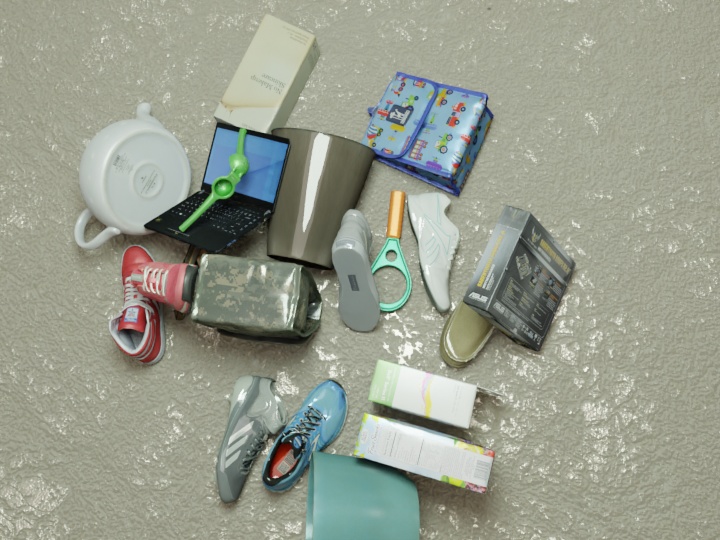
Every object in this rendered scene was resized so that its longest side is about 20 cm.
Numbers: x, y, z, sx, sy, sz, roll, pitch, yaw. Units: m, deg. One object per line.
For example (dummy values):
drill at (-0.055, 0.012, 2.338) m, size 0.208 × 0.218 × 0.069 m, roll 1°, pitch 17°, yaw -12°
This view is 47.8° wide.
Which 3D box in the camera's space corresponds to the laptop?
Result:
laptop at (-0.227, -0.136, 1.288) m, size 0.175 × 0.105 × 0.199 m, roll 18°, pitch 41°, yaw 35°

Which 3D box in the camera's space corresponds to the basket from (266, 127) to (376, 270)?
basket at (-0.078, -0.111, 1.327) m, size 0.177 × 0.136 × 0.204 m, roll 11°, pitch 85°, yaw 0°

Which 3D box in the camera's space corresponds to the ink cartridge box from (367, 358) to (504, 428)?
ink cartridge box at (0.116, 0.197, 1.261) m, size 0.196 × 0.117 × 0.069 m, roll 14°, pitch 82°, yaw 8°

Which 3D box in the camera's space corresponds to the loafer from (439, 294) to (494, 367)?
loafer at (0.190, 0.062, 1.304) m, size 0.075 × 0.067 × 0.202 m, roll 29°, pitch 83°, yaw 10°

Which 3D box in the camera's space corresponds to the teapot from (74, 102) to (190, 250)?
teapot at (-0.391, -0.155, 1.351) m, size 0.145 × 0.199 × 0.201 m, roll 16°, pitch 122°, yaw 42°

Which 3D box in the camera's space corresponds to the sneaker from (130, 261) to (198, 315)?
sneaker at (-0.303, 0.023, 1.231) m, size 0.085 × 0.199 × 0.075 m, roll 12°, pitch 84°, yaw -24°

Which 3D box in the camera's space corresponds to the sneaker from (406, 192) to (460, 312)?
sneaker at (0.129, -0.034, 1.326) m, size 0.079 × 0.070 × 0.204 m, roll -10°, pitch 79°, yaw 0°

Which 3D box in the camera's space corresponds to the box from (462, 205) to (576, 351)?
box at (0.247, 0.017, 1.245) m, size 0.048 × 0.199 × 0.161 m, roll 18°, pitch 80°, yaw 40°

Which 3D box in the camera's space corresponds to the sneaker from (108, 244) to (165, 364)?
sneaker at (-0.367, 0.048, 1.329) m, size 0.070 × 0.113 × 0.204 m, roll -12°, pitch 79°, yaw 2°

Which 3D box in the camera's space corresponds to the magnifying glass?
magnifying glass at (0.052, -0.032, 1.355) m, size 0.078 × 0.022 × 0.204 m, roll 6°, pitch 80°, yaw 6°

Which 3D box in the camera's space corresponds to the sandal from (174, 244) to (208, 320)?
sandal at (-0.269, -0.014, 1.361) m, size 0.054 × 0.082 × 0.203 m, roll 18°, pitch 74°, yaw -14°

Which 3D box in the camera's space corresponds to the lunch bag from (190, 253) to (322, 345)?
lunch bag at (-0.153, 0.051, 1.269) m, size 0.161 × 0.200 × 0.120 m, roll 7°, pitch 81°, yaw 10°

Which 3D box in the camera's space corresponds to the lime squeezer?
lime squeezer at (-0.213, -0.145, 1.258) m, size 0.070 × 0.038 × 0.202 m, roll 13°, pitch 65°, yaw 33°

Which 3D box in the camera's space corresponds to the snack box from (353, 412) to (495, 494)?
snack box at (0.095, 0.272, 1.224) m, size 0.196 × 0.169 × 0.069 m, roll 14°, pitch 80°, yaw 6°

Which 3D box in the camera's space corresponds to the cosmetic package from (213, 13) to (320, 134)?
cosmetic package at (-0.159, -0.321, 1.397) m, size 0.102 × 0.073 × 0.203 m, roll 24°, pitch 82°, yaw 8°

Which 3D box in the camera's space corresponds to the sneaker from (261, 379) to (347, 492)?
sneaker at (-0.087, 0.264, 1.280) m, size 0.078 × 0.090 × 0.202 m, roll 32°, pitch 83°, yaw 9°

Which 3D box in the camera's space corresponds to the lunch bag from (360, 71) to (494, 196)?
lunch bag at (0.101, -0.239, 1.365) m, size 0.197 × 0.094 × 0.153 m, roll 23°, pitch 84°, yaw 21°

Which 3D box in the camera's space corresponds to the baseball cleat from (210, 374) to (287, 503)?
baseball cleat at (-0.173, 0.269, 1.290) m, size 0.105 × 0.070 × 0.204 m, roll 2°, pitch 80°, yaw 20°

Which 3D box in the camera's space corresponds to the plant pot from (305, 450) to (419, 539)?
plant pot at (0.002, 0.374, 1.207) m, size 0.158 × 0.201 × 0.205 m, roll 3°, pitch 80°, yaw -6°

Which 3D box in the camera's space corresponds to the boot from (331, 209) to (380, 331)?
boot at (0.000, 0.000, 1.296) m, size 0.072 × 0.202 × 0.097 m, roll 4°, pitch 46°, yaw 11°
